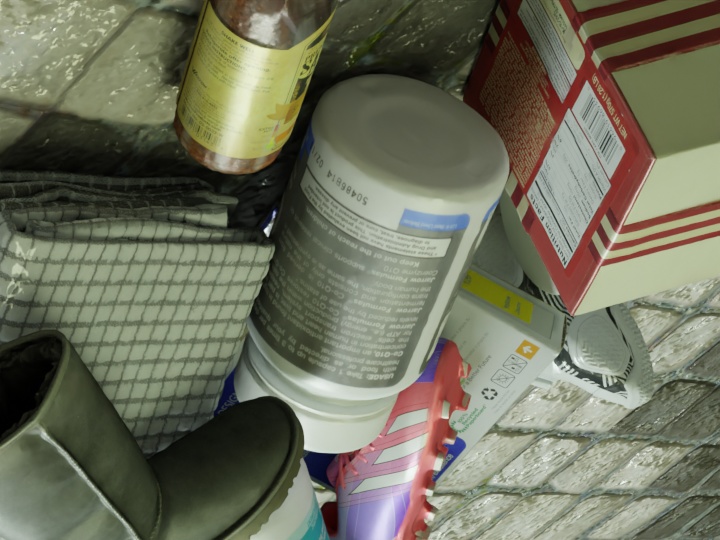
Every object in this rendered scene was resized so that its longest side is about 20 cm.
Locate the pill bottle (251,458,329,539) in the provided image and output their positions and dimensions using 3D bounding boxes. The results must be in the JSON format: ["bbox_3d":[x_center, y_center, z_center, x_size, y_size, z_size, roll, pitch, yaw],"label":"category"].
[{"bbox_3d":[-0.065,0.207,1.500,0.110,0.111,0.201,-23,125,-10],"label":"pill bottle"}]

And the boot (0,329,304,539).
[{"bbox_3d":[-0.126,0.089,1.230,0.182,0.072,0.200,-47,137,-18],"label":"boot"}]

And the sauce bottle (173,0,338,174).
[{"bbox_3d":[-0.045,-0.127,1.156,0.066,0.066,0.200,-15,153,-25],"label":"sauce bottle"}]

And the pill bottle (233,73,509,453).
[{"bbox_3d":[0.000,0.000,1.336,0.113,0.114,0.201,-8,135,-36],"label":"pill bottle"}]

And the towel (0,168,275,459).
[{"bbox_3d":[-0.154,0.031,1.272,0.200,0.085,0.166,-2,119,-50],"label":"towel"}]

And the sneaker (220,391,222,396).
[{"bbox_3d":[-0.131,0.124,1.410,0.073,0.200,0.082,28,135,-7],"label":"sneaker"}]

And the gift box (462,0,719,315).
[{"bbox_3d":[0.191,-0.100,1.307,0.186,0.185,0.200,-14,157,-23],"label":"gift box"}]

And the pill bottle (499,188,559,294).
[{"bbox_3d":[0.194,-0.057,1.464,0.199,0.117,0.117,-16,152,-23],"label":"pill bottle"}]

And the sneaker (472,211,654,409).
[{"bbox_3d":[0.091,0.040,1.529,0.200,0.075,0.115,36,129,-23],"label":"sneaker"}]

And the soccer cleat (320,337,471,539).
[{"bbox_3d":[0.017,0.113,1.456,0.201,0.076,0.067,101,12,-46],"label":"soccer cleat"}]

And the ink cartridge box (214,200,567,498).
[{"bbox_3d":[-0.007,0.052,1.481,0.199,0.047,0.198,30,130,-11],"label":"ink cartridge box"}]
